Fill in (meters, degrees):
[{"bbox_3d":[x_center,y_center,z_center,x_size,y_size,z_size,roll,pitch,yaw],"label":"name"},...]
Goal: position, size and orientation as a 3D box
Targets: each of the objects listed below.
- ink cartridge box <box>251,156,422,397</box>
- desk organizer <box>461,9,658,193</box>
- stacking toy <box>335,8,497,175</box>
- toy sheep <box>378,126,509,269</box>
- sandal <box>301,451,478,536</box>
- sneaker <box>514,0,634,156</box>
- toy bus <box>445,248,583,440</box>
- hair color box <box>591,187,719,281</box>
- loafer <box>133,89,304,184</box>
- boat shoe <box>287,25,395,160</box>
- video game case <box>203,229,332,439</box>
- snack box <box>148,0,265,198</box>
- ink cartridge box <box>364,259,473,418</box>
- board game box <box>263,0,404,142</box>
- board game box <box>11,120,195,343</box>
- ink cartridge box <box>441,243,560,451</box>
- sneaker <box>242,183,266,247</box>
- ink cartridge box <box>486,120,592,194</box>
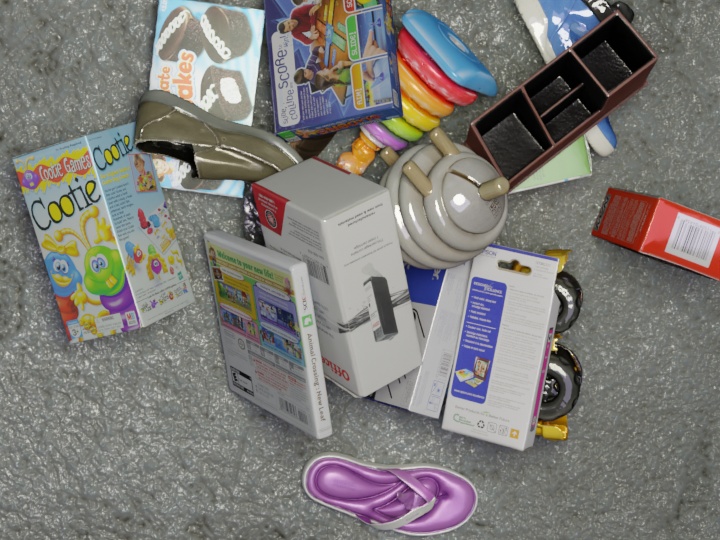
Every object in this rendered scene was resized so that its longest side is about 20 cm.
[{"bbox_3d":[-0.023,0.006,1.505,0.083,0.144,0.202,-25,119,-25],"label":"ink cartridge box"},{"bbox_3d":[0.202,-0.170,1.521,0.199,0.077,0.072,-38,81,-8],"label":"desk organizer"},{"bbox_3d":[0.039,-0.170,1.605,0.200,0.116,0.110,-47,68,19],"label":"stacking toy"},{"bbox_3d":[0.078,-0.067,1.483,0.137,0.199,0.140,3,83,-29],"label":"toy sheep"},{"bbox_3d":[0.033,0.253,1.664,0.200,0.050,0.083,9,95,-6],"label":"sandal"},{"bbox_3d":[0.256,-0.232,1.616,0.110,0.077,0.201,-27,91,8],"label":"sneaker"},{"bbox_3d":[0.147,0.076,1.626,0.190,0.136,0.203,2,94,11],"label":"toy bus"},{"bbox_3d":[0.320,-0.040,1.580,0.101,0.200,0.062,20,95,-6],"label":"hair color box"},{"bbox_3d":[-0.148,-0.116,1.555,0.198,0.075,0.070,22,65,3],"label":"loafer"},{"bbox_3d":[-0.045,-0.201,1.610,0.076,0.072,0.201,36,93,19],"label":"boat shoe"},{"bbox_3d":[-0.097,0.062,1.551,0.022,0.199,0.184,-17,110,-27],"label":"video game case"},{"bbox_3d":[-0.170,-0.185,1.608,0.115,0.037,0.203,7,96,-4],"label":"snack box"},{"bbox_3d":[0.067,0.049,1.592,0.044,0.094,0.202,19,85,-33],"label":"ink cartridge box"},{"bbox_3d":[-0.032,-0.245,1.557,0.134,0.034,0.202,-10,75,19],"label":"board game box"},{"bbox_3d":[-0.267,-0.041,1.566,0.102,0.105,0.202,-12,98,29],"label":"board game box"},{"bbox_3d":[0.148,0.077,1.544,0.094,0.037,0.202,13,98,25],"label":"ink cartridge box"},{"bbox_3d":[-0.064,-0.004,1.624,0.199,0.060,0.104,40,96,-4],"label":"sneaker"},{"bbox_3d":[0.138,-0.110,1.607,0.198,0.104,0.060,-13,96,-3],"label":"ink cartridge box"}]
